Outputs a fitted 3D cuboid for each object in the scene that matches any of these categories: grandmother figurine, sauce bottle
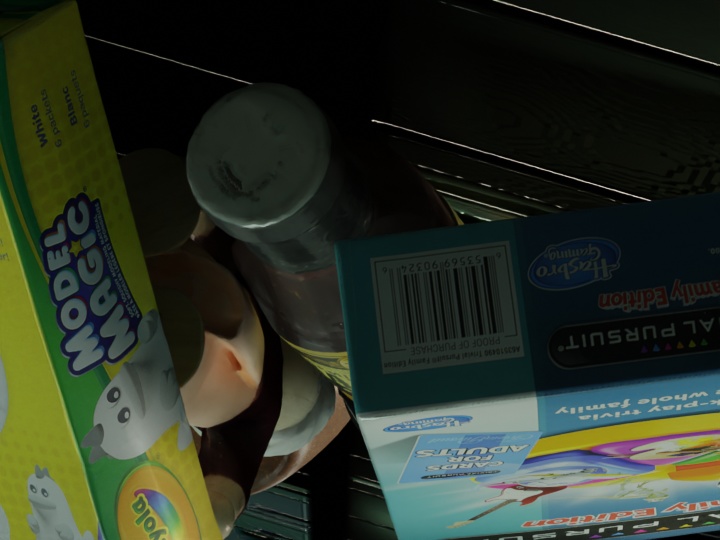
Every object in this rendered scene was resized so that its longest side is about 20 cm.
[{"bbox_3d":[-0.046,0.026,0.797,0.060,0.122,0.200,4,171,12],"label":"grandmother figurine"},{"bbox_3d":[0.000,0.000,0.731,0.066,0.066,0.200,12,168,22],"label":"sauce bottle"}]

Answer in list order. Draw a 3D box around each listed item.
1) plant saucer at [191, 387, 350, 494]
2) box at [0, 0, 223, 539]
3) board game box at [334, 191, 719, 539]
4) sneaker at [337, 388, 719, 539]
[{"bbox_3d":[-0.100,0.050,1.011,0.200,0.035,0.200,5,152,3],"label":"plant saucer"},{"bbox_3d":[-0.112,-0.001,0.671,0.117,0.048,0.200,6,119,38],"label":"box"},{"bbox_3d":[0.078,0.033,0.671,0.151,0.047,0.200,-7,163,3],"label":"board game box"},{"bbox_3d":[0.090,0.065,0.881,0.200,0.070,0.090,13,165,15],"label":"sneaker"}]
